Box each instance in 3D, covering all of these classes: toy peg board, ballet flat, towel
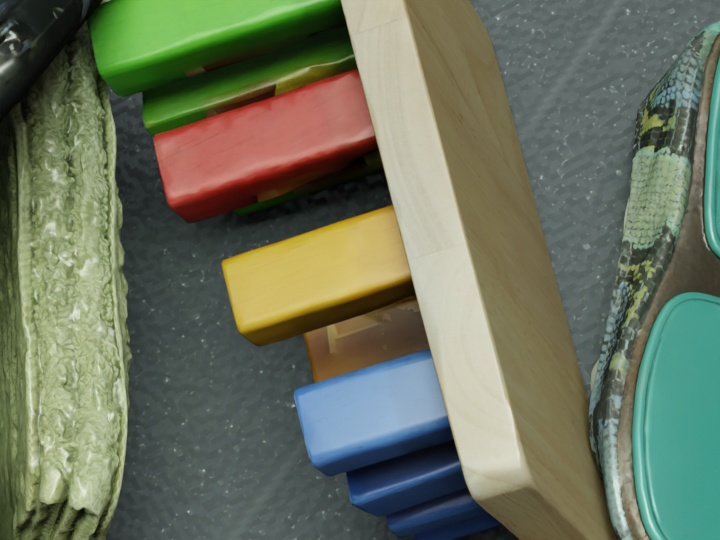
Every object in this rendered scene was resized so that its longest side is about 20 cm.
[{"bbox_3d":[0.000,0.000,0.855,0.097,0.200,0.200,-17,72,10],"label":"toy peg board"},{"bbox_3d":[0.107,0.015,0.909,0.074,0.074,0.201,14,64,4],"label":"ballet flat"},{"bbox_3d":[-0.099,0.006,0.871,0.036,0.148,0.201,-1,68,-16],"label":"towel"}]

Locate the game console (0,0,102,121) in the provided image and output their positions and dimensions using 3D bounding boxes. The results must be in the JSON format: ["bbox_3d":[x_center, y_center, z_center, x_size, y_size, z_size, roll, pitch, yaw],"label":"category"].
[{"bbox_3d":[-0.173,-0.051,0.794,0.116,0.176,0.200,41,111,-8],"label":"game console"}]
